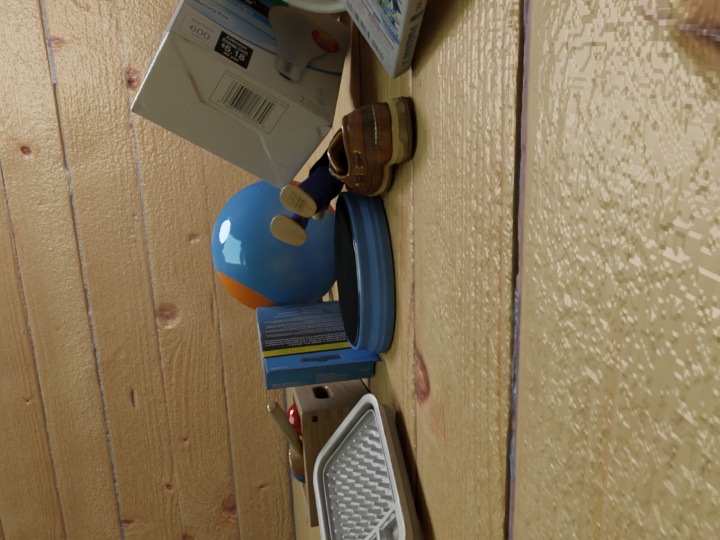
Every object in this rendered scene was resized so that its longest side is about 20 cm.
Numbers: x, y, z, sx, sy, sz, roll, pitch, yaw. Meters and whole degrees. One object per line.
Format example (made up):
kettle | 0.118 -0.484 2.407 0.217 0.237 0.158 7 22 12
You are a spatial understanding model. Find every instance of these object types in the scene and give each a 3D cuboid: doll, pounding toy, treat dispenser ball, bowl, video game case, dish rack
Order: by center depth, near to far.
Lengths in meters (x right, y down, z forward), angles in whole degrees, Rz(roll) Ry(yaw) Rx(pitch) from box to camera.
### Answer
video game case | -0.015 -0.263 0.564 0.201 0.022 0.182 58 177 3
dish rack | 0.008 0.259 0.820 0.172 0.043 0.201 -57 32 35
doll | -0.040 -0.111 0.862 0.200 0.048 0.137 -61 -4 -55
bowl | 0.000 0.000 0.880 0.201 0.039 0.202 175 90 -81
pounding toy | -0.053 0.235 1.003 0.200 0.141 0.185 -147 53 -78
treat dispenser ball | -0.122 -0.036 1.102 0.201 0.199 0.202 175 90 -80

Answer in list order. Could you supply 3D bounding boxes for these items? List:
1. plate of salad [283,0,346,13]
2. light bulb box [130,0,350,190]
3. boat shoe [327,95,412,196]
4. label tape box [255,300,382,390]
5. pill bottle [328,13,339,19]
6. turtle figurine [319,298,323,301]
plate of salad | -0.054 -0.342 0.694 0.048 0.199 0.201 -54 -17 -34
light bulb box | -0.130 -0.236 0.854 0.125 0.197 0.201 -43 30 41
boat shoe | -0.001 -0.120 0.736 0.200 0.067 0.073 139 125 -79
label tape box | -0.060 0.108 0.974 0.200 0.143 0.064 -118 25 -67
pill bottle | -0.128 -0.373 0.967 0.113 0.200 0.112 -51 2 2
turtle figurine | -0.109 0.014 1.356 0.150 0.100 0.201 50 -166 -76
